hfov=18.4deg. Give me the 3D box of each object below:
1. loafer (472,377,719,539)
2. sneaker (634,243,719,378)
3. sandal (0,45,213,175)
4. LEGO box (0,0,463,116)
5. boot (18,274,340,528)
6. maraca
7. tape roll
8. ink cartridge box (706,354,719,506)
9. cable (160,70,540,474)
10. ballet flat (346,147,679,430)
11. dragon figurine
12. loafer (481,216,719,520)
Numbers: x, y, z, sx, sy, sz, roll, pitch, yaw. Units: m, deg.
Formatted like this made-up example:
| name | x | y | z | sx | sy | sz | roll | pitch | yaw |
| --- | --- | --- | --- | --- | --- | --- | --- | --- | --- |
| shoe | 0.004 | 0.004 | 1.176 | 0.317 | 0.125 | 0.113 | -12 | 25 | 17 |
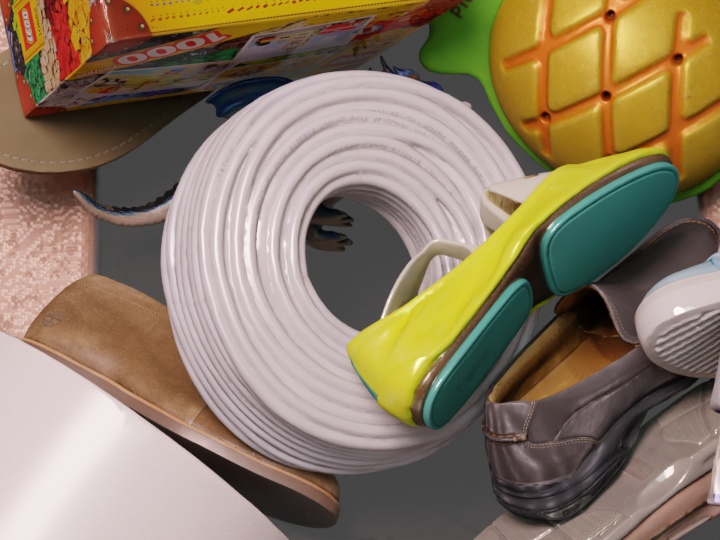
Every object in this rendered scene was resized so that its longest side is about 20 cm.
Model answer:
| name | x | y | z | sx | sy | sz | roll | pitch | yaw |
| --- | --- | --- | --- | --- | --- | --- | --- | --- | --- |
| loafer | 0.134 | 0.131 | 1.119 | 0.199 | 0.072 | 0.063 | -34 | 115 | -6 |
| sneaker | 0.202 | -0.002 | 1.129 | 0.199 | 0.074 | 0.082 | -7 | 54 | -40 |
| sandal | -0.135 | -0.103 | 1.230 | 0.211 | 0.070 | 0.078 | -28 | 93 | -27 |
| LEGO box | -0.069 | -0.145 | 1.146 | 0.198 | 0.149 | 0.078 | -11 | 84 | -25 |
| boot | -0.087 | 0.066 | 1.161 | 0.199 | 0.074 | 0.076 | 28 | 65 | 16 |
| maraca | 0.120 | -0.117 | 1.176 | 0.199 | 0.107 | 0.138 | 32 | 112 | 3 |
| tape roll | -0.145 | 0.142 | 1.065 | 0.202 | 0.203 | 0.140 | 31 | 75 | 15 |
| ink cartridge box | 0.266 | 0.039 | 1.024 | 0.198 | 0.041 | 0.202 | 13 | 69 | 3 |
| cable | 0.000 | 0.000 | 1.120 | 0.198 | 0.069 | 0.202 | 1 | 79 | -25 |
| ballet flat | 0.070 | -0.006 | 1.083 | 0.067 | 0.067 | 0.200 | 34 | 64 | 30 |
| dragon figurine | -0.053 | -0.065 | 1.206 | 0.198 | 0.059 | 0.100 | -2 | 68 | -1 |
| loafer | 0.129 | 0.034 | 1.126 | 0.072 | 0.073 | 0.200 | 10 | 48 | 36 |
